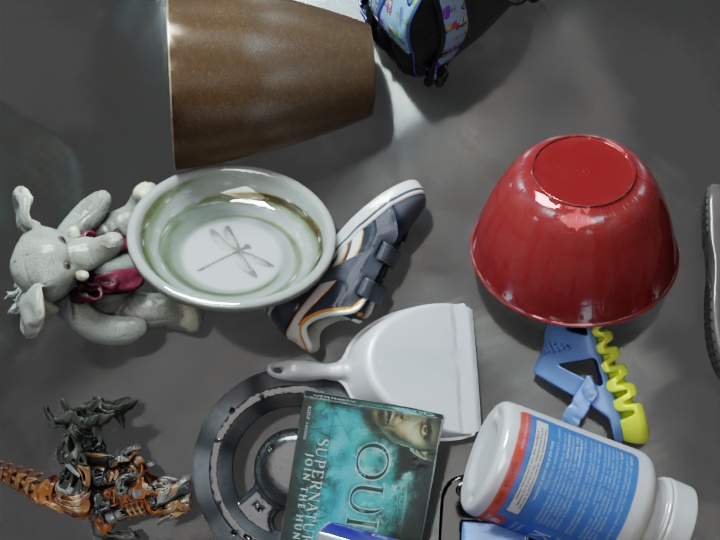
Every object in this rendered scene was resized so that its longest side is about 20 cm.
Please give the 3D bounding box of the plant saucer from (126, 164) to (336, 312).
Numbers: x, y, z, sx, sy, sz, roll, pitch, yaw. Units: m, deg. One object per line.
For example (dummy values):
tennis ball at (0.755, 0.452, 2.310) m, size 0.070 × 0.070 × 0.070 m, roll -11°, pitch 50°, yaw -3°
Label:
plant saucer at (-0.124, -0.020, 1.446) m, size 0.200 × 0.050 × 0.200 m, roll 3°, pitch 44°, yaw -3°

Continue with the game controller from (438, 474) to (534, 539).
game controller at (0.124, 0.295, 1.425) m, size 0.104 × 0.042 × 0.200 m, roll 2°, pitch 80°, yaw 7°

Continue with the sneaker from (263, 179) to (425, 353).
sneaker at (0.000, 0.000, 1.480) m, size 0.200 × 0.078 × 0.079 m, roll -42°, pitch 72°, yaw 9°

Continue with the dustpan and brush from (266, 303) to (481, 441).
dustpan and brush at (0.011, 0.096, 1.453) m, size 0.200 × 0.057 × 0.140 m, roll 6°, pitch 68°, yaw -22°

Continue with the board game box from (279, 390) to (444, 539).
board game box at (-0.003, 0.222, 1.418) m, size 0.135 × 0.028 × 0.200 m, roll 9°, pitch 99°, yaw -2°

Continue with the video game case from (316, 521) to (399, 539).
video game case at (0.043, 0.345, 1.379) m, size 0.200 × 0.045 × 0.182 m, roll 14°, pitch 99°, yaw 14°

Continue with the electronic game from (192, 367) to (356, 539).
electronic game at (-0.064, 0.194, 1.466) m, size 0.200 × 0.042 × 0.200 m, roll 0°, pitch 86°, yaw 3°

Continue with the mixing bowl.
mixing bowl at (0.204, -0.056, 1.405) m, size 0.200 × 0.108 × 0.200 m, roll -1°, pitch 46°, yaw 1°

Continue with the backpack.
backpack at (0.081, -0.296, 1.464) m, size 0.183 × 0.200 × 0.135 m, roll -41°, pitch 77°, yaw -1°

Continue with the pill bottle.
pill bottle at (0.203, 0.205, 1.383) m, size 0.200 × 0.112 × 0.112 m, roll 21°, pitch 82°, yaw -6°

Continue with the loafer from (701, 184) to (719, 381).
loafer at (0.366, 0.013, 1.434) m, size 0.071 × 0.073 × 0.200 m, roll -1°, pitch 79°, yaw 8°

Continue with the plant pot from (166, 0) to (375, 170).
plant pot at (-0.089, -0.196, 1.490) m, size 0.200 × 0.187 × 0.187 m, roll -3°, pitch 79°, yaw -6°

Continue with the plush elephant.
plush elephant at (-0.275, -0.006, 1.472) m, size 0.200 × 0.155 × 0.165 m, roll -15°, pitch 78°, yaw 3°

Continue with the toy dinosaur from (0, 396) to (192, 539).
toy dinosaur at (-0.265, 0.198, 1.469) m, size 0.200 × 0.102 × 0.136 m, roll 1°, pitch 96°, yaw -14°

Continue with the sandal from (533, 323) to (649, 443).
sandal at (0.204, 0.083, 1.441) m, size 0.087 × 0.079 × 0.200 m, roll -22°, pitch 76°, yaw 6°
